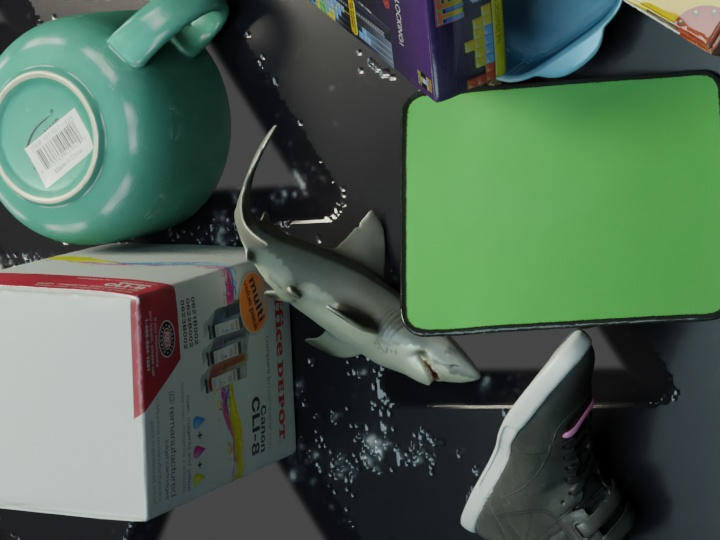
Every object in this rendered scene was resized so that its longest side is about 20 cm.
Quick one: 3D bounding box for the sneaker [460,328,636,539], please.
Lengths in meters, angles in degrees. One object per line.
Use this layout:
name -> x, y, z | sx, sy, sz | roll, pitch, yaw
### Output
sneaker -> 0.133, 0.119, 1.565 | 0.099, 0.071, 0.200 | 34, 140, 13

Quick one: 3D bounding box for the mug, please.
mug -> -0.176, -0.109, 1.691 | 0.152, 0.114, 0.185 | 13, 105, 26

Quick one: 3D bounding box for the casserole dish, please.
casserole dish -> 0.090, -0.211, 1.574 | 0.121, 0.039, 0.200 | -35, 82, 28

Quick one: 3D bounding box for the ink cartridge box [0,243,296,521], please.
ink cartridge box -> -0.149, 0.066, 1.658 | 0.144, 0.200, 0.146 | 2, 100, 26

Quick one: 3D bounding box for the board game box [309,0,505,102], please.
board game box -> 0.015, -0.224, 1.514 | 0.165, 0.057, 0.200 | 44, 149, 46

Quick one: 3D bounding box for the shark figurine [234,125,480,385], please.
shark figurine -> -0.020, -0.011, 1.632 | 0.128, 0.214, 0.090 | 5, 60, 56

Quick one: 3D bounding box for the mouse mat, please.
mouse mat -> 0.121, -0.041, 1.534 | 0.200, 0.008, 0.161 | -4, 69, 12

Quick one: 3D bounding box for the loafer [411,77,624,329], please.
loafer -> 0.096, -0.040, 1.580 | 0.076, 0.068, 0.200 | -29, 66, 0

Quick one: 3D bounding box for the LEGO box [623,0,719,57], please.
LEGO box -> 0.195, -0.245, 1.464 | 0.149, 0.077, 0.200 | 33, 103, 14
